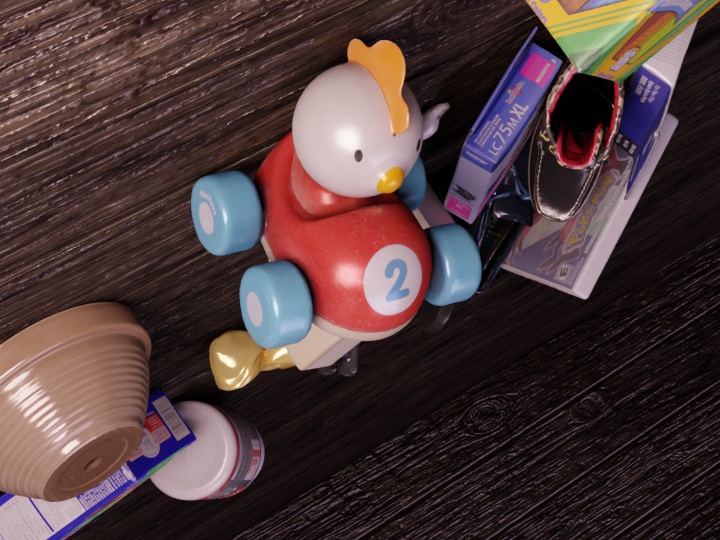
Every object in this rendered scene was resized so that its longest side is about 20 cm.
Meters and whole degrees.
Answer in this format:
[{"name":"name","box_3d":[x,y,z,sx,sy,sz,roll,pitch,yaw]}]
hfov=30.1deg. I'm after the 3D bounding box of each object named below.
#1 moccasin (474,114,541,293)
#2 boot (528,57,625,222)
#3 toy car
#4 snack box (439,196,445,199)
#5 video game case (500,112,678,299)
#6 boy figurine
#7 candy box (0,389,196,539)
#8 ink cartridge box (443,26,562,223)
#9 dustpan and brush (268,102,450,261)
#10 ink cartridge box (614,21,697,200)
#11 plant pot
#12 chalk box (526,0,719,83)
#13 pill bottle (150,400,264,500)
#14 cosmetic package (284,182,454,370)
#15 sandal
[{"name":"moccasin","box_3d":[0.161,-0.064,1.410,0.080,0.068,0.202,10,114,-27]},{"name":"boot","box_3d":[0.192,-0.121,1.197,0.151,0.073,0.202,-58,167,-67]},{"name":"toy car","box_3d":[0.000,-0.069,0.965,0.183,0.178,0.201,-13,146,-29]},{"name":"snack box","box_3d":[0.046,-0.014,1.499,0.199,0.053,0.142,-24,163,-37]},{"name":"video game case","box_3d":[0.228,-0.079,1.390,0.201,0.023,0.182,-63,-157,-1]},{"name":"boy figurine","box_3d":[-0.084,0.094,1.489,0.123,0.065,0.199,-1,-178,39]},{"name":"candy box","box_3d":[-0.295,0.225,1.426,0.199,0.077,0.169,-35,178,16]},{"name":"ink cartridge box","box_3d":[0.131,-0.128,1.234,0.120,0.042,0.200,-56,171,-16]},{"name":"dustpan and brush","box_3d":[0.008,-0.077,1.204,0.199,0.058,0.139,-32,169,21]},{"name":"ink cartridge box","box_3d":[0.270,-0.186,1.225,0.200,0.040,0.202,81,29,-76]},{"name":"plant pot","box_3d":[-0.248,0.127,1.127,0.200,0.093,0.201,-35,158,-16]},{"name":"chalk box","box_3d":[0.204,-0.239,0.902,0.200,0.125,0.125,-39,167,23]},{"name":"pill bottle","box_3d":[-0.186,0.224,1.654,0.115,0.116,0.200,-34,167,3]},{"name":"cosmetic package","box_3d":[0.000,0.000,1.325,0.200,0.104,0.073,-40,164,22]},{"name":"sandal","box_3d":[0.085,-0.031,1.371,0.075,0.045,0.201,-49,-159,55]}]
